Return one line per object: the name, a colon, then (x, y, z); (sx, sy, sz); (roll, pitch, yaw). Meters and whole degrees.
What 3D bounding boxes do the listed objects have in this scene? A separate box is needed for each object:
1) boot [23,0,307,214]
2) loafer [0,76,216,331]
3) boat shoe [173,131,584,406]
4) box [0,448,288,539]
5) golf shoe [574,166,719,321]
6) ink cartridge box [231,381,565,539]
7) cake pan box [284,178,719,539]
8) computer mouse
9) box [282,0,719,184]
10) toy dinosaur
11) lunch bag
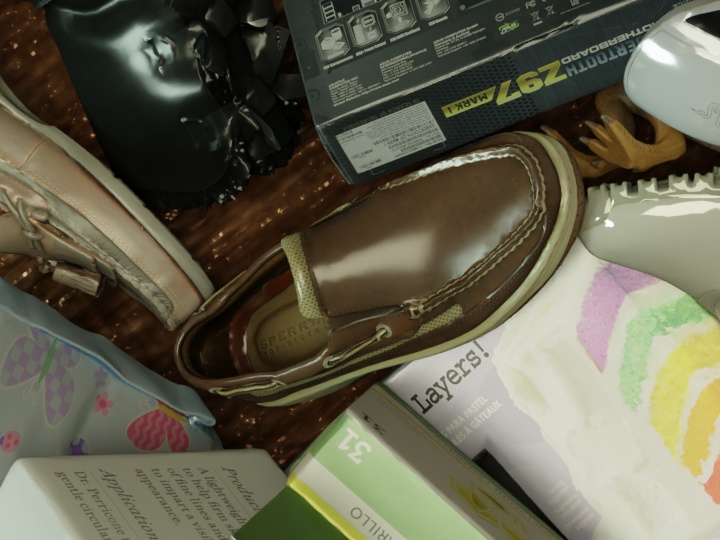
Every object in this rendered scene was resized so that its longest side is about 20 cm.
boot: (-0.118, -0.107, 1.185); (0.198, 0.073, 0.163); (-1, 124, 44)
loafer: (-0.152, -0.037, 1.197); (0.200, 0.072, 0.063); (43, 77, 4)
boat shoe: (0.002, 0.006, 1.138); (0.202, 0.075, 0.075); (-35, 66, 36)
box: (-0.075, 0.205, 1.084); (0.199, 0.131, 0.200); (50, 125, 38)
golf shoe: (0.178, 0.015, 1.125); (0.200, 0.078, 0.097); (11, 80, -10)
ink cartridge box: (0.034, 0.116, 1.072); (0.145, 0.200, 0.048); (41, 98, 3)
cake pan box: (0.094, 0.092, 1.188); (0.200, 0.052, 0.184); (-41, 85, 9)
computer mouse: (0.203, -0.075, 1.105); (0.200, 0.110, 0.044); (-6, 56, -14)
box: (0.063, -0.140, 1.138); (0.200, 0.051, 0.158); (-21, 55, 8)
toy dinosaur: (0.131, -0.072, 1.151); (0.200, 0.060, 0.106); (40, 61, 9)
lunch bag: (-0.174, 0.096, 1.158); (0.200, 0.170, 0.127); (-43, 48, 12)
